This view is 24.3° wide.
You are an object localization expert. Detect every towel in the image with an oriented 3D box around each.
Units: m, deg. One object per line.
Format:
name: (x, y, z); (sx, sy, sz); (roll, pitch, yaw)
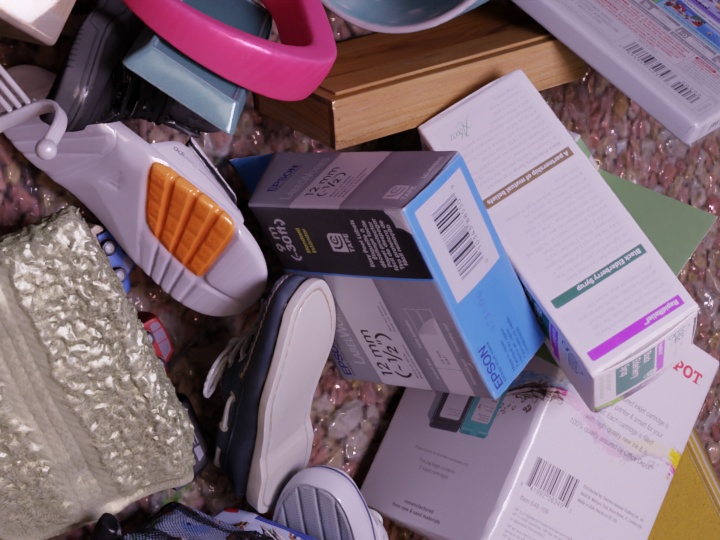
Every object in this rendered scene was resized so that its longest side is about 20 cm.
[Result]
towel: (-0.192, 0.071, 1.015); (0.148, 0.036, 0.200); (-25, 115, -9)

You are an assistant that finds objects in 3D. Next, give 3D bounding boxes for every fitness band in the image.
fitness band: (-0.081, -0.167, 0.967); (0.143, 0.200, 0.037); (28, 113, -23)

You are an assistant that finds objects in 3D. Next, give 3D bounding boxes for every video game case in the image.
video game case: (0.199, -0.179, 1.134); (0.182, 0.200, 0.022); (-29, 153, -41)

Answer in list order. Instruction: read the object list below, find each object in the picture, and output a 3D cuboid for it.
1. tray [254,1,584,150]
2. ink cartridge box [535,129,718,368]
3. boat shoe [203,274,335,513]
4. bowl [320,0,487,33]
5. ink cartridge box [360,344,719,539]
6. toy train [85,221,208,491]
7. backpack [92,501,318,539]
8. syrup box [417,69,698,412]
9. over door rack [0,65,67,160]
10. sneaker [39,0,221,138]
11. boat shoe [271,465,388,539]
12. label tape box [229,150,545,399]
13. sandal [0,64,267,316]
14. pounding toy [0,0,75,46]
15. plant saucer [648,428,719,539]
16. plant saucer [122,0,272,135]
tray: (0.040, -0.133, 1.103); (0.200, 0.099, 0.037); (-18, 119, -29)
ink cartridge box: (0.115, -0.024, 1.119); (0.146, 0.200, 0.048); (-53, 136, -12)
boat shoe: (-0.061, 0.072, 1.062); (0.075, 0.062, 0.200); (-42, 154, -35)
bowl: (0.055, -0.248, 1.050); (0.105, 0.200, 0.202); (-6, 105, -52)
ink cartridge box: (0.126, 0.113, 1.184); (0.147, 0.146, 0.200); (32, 78, -35)
toy train: (-0.142, 0.051, 1.068); (0.046, 0.034, 0.200); (-33, 117, -26)
backpack: (-0.070, 0.252, 1.060); (0.154, 0.190, 0.201); (-28, 131, -51)
syrup box: (0.123, -0.019, 1.049); (0.081, 0.200, 0.079); (-31, 157, -3)
over door rack: (-0.270, -0.083, 0.839); (0.148, 0.199, 0.067); (56, 29, -48)
sneaker: (-0.117, -0.114, 0.973); (0.104, 0.200, 0.060); (27, 112, -11)
boat shoe: (-0.015, 0.191, 1.151); (0.067, 0.073, 0.200); (-54, 155, -40)
label tape box: (0.000, 0.000, 1.044); (0.066, 0.200, 0.144); (-48, 124, -34)
sandal: (-0.129, -0.060, 1.016); (0.207, 0.079, 0.059); (45, 38, -17)
pounding toy: (-0.169, -0.226, 0.892); (0.142, 0.184, 0.200); (29, 85, -35)
plant saucer: (0.220, 0.205, 1.337); (0.200, 0.048, 0.200); (-41, 121, -19)
plant saucer: (-0.087, -0.134, 0.964); (0.070, 0.200, 0.019); (33, 110, -11)
